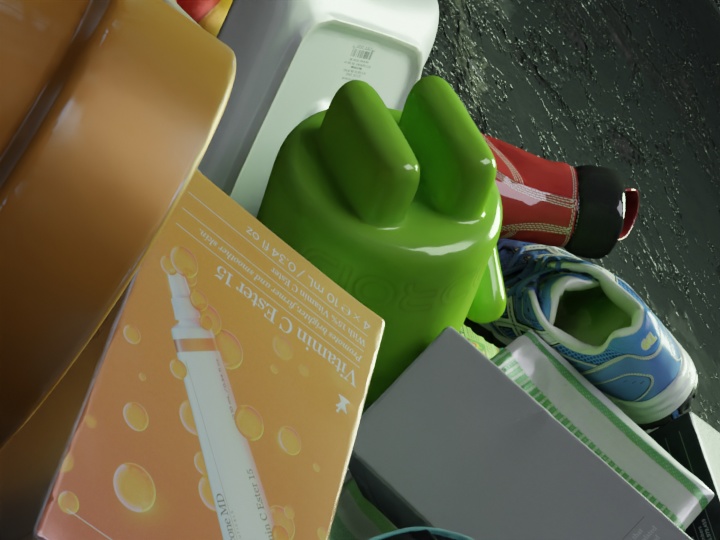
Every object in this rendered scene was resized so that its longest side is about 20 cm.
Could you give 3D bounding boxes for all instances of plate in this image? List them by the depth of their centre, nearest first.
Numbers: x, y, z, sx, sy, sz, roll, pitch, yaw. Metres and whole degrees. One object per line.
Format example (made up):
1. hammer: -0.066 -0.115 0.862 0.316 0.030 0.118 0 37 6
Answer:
1. plate: -0.033 -0.069 1.004 0.032 0.201 0.199 30 12 25

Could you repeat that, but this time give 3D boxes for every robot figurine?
1. robot figurine: 0.000 0.000 0.932 0.174 0.201 0.116 -8 48 -29

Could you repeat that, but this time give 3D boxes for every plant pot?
1. plant pot: -0.177 -0.053 0.704 0.183 0.200 0.201 35 29 -15

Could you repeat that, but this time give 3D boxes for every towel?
1. towel: 0.072 0.129 0.980 0.200 0.023 0.152 -35 65 -30

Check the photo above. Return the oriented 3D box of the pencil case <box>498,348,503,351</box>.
1. pencil case: 0.088 0.035 1.252 0.088 0.088 0.201 34 34 -45

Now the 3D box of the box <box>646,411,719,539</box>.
1. box: 0.178 0.197 1.113 0.200 0.181 0.105 35 32 -46

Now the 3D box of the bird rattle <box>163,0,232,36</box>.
1. bird rattle: -0.110 -0.136 1.077 0.199 0.113 0.163 33 8 -8

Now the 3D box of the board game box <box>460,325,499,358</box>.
1. board game box: 0.024 -0.012 1.198 0.101 0.048 0.201 23 40 -35

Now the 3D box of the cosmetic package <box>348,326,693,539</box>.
1. cosmetic package: 0.089 0.131 0.893 0.200 0.090 0.107 38 -12 21

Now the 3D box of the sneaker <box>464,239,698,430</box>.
1. sneaker: 0.113 0.014 1.093 0.199 0.076 0.077 30 -20 39

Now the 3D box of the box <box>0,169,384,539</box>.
1. box: -0.082 0.076 0.765 0.124 0.097 0.201 39 43 -23

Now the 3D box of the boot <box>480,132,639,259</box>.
1. boot: 0.083 -0.049 1.104 0.143 0.073 0.200 7 12 -12

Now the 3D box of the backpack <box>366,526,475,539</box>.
1. backpack: 0.031 0.219 0.783 0.200 0.175 0.154 48 -22 21
